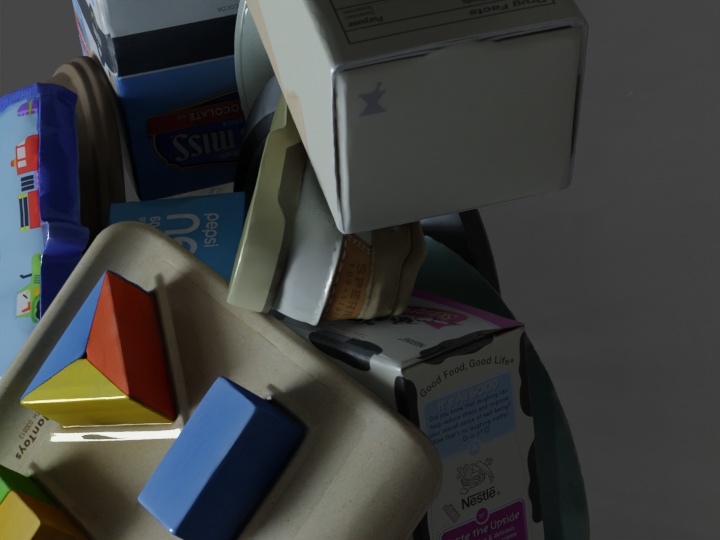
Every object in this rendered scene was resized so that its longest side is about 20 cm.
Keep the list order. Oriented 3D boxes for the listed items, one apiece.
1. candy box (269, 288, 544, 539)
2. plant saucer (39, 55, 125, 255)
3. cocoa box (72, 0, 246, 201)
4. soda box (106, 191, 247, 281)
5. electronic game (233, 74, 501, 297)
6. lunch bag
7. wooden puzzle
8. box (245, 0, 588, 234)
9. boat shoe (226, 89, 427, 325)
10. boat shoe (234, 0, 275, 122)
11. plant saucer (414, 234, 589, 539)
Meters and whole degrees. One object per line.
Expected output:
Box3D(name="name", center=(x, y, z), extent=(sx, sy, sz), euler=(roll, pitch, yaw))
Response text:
Box3D(name="candy box", center=(0.011, 0.108, 0.772), extent=(0.136, 0.061, 0.201), euler=(19, 121, 53))
Box3D(name="plant saucer", center=(-0.159, -0.013, 1.034), extent=(0.200, 0.029, 0.201), euler=(-179, 90, -70))
Box3D(name="cocoa box", center=(-0.086, -0.145, 1.068), extent=(0.200, 0.133, 0.132), euler=(-121, 21, -59))
Box3D(name="soda box", center=(-0.084, 0.054, 0.858), extent=(0.201, 0.067, 0.064), euler=(-89, -7, -49))
Box3D(name="electronic game", center=(0.000, 0.000, 0.910), extent=(0.200, 0.041, 0.201), euler=(33, 132, 45))
Box3D(name="lunch bag", center=(-0.178, 0.010, 0.939), extent=(0.200, 0.094, 0.151), euler=(-34, 54, 56))
Box3D(name="wooden puzzle", center=(-0.089, 0.091, 0.716), extent=(0.200, 0.186, 0.046), euler=(34, 180, 42))
Box3D(name="box", center=(0.007, -0.114, 0.733), extent=(0.078, 0.094, 0.201), euler=(89, 166, -45))
Box3D(name="boat shoe", center=(-0.004, -0.046, 0.780), extent=(0.201, 0.068, 0.075), euler=(-79, 6, -50))
Box3D(name="boat shoe", center=(-0.015, -0.069, 0.976), extent=(0.075, 0.060, 0.201), euler=(25, 128, 41))
Box3D(name="plant saucer", center=(0.020, 0.082, 0.842), extent=(0.201, 0.039, 0.202), euler=(34, 133, 47))
